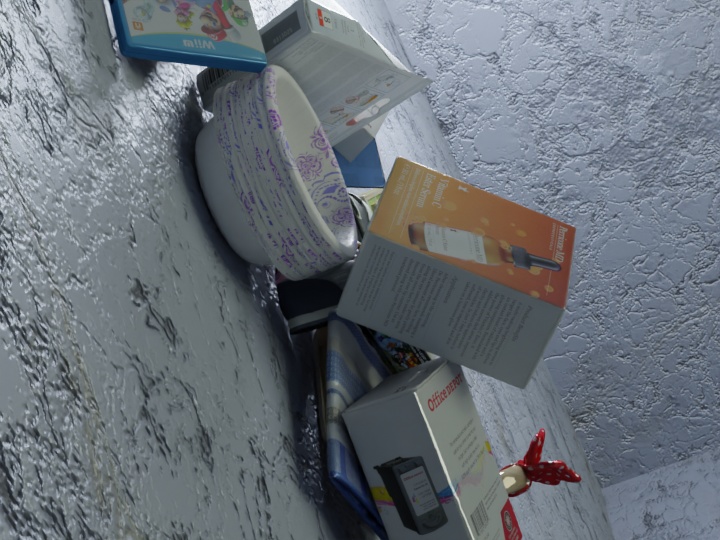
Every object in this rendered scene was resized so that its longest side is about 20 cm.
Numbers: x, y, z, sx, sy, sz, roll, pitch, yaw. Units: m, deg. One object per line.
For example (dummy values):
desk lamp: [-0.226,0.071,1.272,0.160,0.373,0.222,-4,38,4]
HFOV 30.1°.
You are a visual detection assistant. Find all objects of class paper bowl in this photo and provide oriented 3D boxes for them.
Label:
paper bowl: [-0.087,-0.087,1.286,0.201,0.104,0.202,-21,90,-79]

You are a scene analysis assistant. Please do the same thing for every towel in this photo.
towel: [0.006,0.150,1.295,0.201,0.024,0.147,-91,155,-42]

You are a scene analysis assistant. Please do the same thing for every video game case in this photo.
video game case: [-0.172,-0.275,1.232,0.142,0.018,0.201,2,60,-35]

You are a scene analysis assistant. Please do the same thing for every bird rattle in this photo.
bird rattle: [0.156,0.272,1.601,0.163,0.199,0.113,-12,79,-54]

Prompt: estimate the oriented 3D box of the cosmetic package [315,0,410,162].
cosmetic package: [-0.029,-0.231,1.564,0.151,0.052,0.200,43,32,-12]

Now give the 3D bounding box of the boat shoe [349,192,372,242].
boat shoe: [-0.009,-0.003,1.600,0.060,0.075,0.201,31,37,-58]

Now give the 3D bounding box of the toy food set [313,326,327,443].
toy food set: [0.009,0.157,1.409,0.201,0.060,0.144,-98,163,-51]

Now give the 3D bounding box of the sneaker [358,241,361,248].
sneaker: [-0.034,-0.031,1.503,0.074,0.079,0.201,57,15,-39]

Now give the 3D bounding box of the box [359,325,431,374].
box: [0.049,0.104,1.458,0.137,0.038,0.200,55,-5,0]

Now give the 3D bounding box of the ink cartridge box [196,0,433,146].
ink cartridge box: [-0.045,-0.200,1.389,0.199,0.162,0.050,9,59,-50]

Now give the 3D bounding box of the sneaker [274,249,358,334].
sneaker: [0.000,0.000,1.387,0.199,0.070,0.083,-19,84,-36]

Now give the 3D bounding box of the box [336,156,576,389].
box: [0.097,-0.001,1.310,0.153,0.199,0.107,-70,-178,-55]

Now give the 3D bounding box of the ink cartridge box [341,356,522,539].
ink cartridge box: [0.073,0.198,1.272,0.201,0.085,0.148,68,21,-2]

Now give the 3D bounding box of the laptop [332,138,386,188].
laptop: [-0.072,-0.199,1.532,0.200,0.115,0.188,56,16,-48]

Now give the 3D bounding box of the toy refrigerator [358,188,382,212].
toy refrigerator: [0.008,-0.064,1.787,0.200,0.070,0.076,-38,106,-78]

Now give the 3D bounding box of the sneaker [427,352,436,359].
sneaker: [0.082,0.045,1.567,0.200,0.072,0.072,-80,146,-67]
